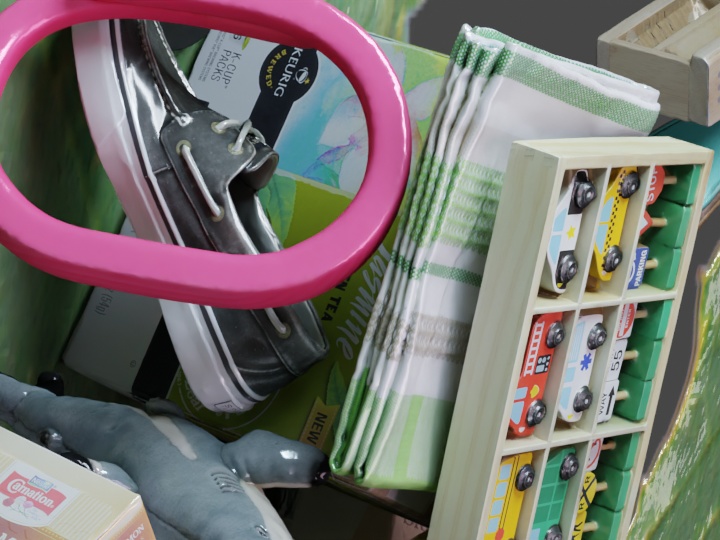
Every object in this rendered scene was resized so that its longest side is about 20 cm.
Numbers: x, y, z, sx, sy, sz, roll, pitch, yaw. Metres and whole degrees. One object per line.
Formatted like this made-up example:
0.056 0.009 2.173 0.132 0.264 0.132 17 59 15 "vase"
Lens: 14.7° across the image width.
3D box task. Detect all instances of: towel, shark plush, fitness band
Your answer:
0.065 0.003 1.225 0.149 0.031 0.201 12 95 -51 "towel"
-0.099 0.080 1.219 0.091 0.200 0.083 -55 162 17 "shark plush"
-0.077 -0.059 1.200 0.037 0.199 0.144 93 7 -73 "fitness band"

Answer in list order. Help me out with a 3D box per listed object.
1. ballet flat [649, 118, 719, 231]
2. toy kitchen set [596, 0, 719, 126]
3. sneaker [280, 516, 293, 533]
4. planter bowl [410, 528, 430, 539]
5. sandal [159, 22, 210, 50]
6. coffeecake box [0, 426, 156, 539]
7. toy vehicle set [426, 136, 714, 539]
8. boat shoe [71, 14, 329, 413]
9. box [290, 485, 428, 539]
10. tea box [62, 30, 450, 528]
0.161 -0.013 1.682 0.200 0.068 0.072 -51 162 -27 "ballet flat"
0.253 -0.204 1.621 0.180 0.163 0.201 -34 131 -42 "toy kitchen set"
-0.091 0.216 1.436 0.088 0.075 0.201 21 85 -41 "sneaker"
0.019 0.215 1.286 0.200 0.083 0.202 3 85 -48 "planter bowl"
-0.067 -0.195 1.275 0.075 0.045 0.201 -24 125 -47 "sandal"
-0.147 0.163 1.237 0.073 0.153 0.201 -44 138 -30 "coffeecake box"
0.092 0.041 1.239 0.124 0.026 0.201 -7 112 -51 "toy vehicle set"
-0.067 -0.039 1.251 0.201 0.071 0.072 68 14 5 "boat shoe"
0.022 0.134 1.412 0.095 0.078 0.201 24 70 -38 "box"
0.000 0.000 1.331 0.134 0.196 0.201 32 79 -56 "tea box"
